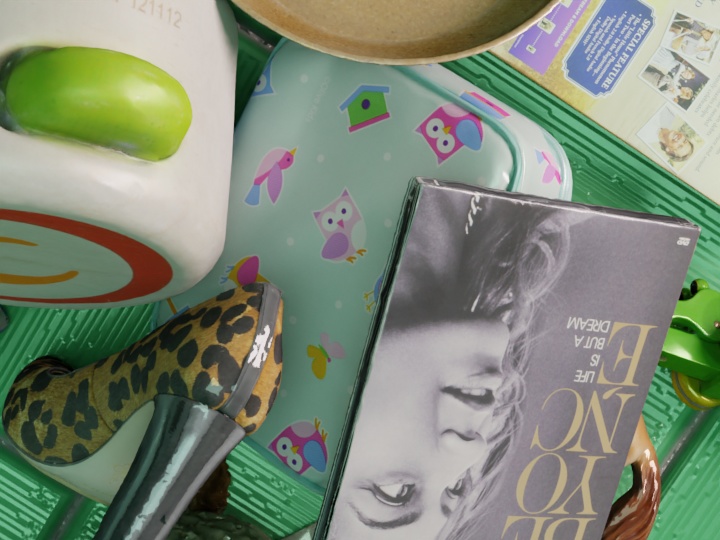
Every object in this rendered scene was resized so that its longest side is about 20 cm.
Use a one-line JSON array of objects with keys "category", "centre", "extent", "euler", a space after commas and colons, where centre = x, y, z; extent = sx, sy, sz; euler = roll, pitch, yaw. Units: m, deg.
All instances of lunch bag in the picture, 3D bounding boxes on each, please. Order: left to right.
[{"category": "lunch bag", "centre": [0.000, 0.000, 0.751], "extent": [0.160, 0.077, 0.202], "euler": [32, 104, 24]}]

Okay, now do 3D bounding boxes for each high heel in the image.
[{"category": "high heel", "centre": [-0.098, 0.043, 0.747], "extent": [0.071, 0.200, 0.143], "euler": [30, 96, -30]}]

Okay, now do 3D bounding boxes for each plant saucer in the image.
[{"category": "plant saucer", "centre": [0.010, -0.175, 0.721], "extent": [0.197, 0.035, 0.203], "euler": [2, 70, -6]}]

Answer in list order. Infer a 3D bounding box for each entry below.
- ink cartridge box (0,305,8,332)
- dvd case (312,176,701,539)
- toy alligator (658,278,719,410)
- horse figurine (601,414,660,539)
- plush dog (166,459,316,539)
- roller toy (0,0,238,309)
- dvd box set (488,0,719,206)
[{"category": "ink cartridge box", "centre": [-0.301, 0.024, 0.799], "extent": [0.199, 0.086, 0.147], "euler": [-32, 97, 8]}, {"category": "dvd case", "centre": [0.061, 0.065, 0.710], "extent": [0.147, 0.016, 0.202], "euler": [7, 108, -29]}, {"category": "toy alligator", "centre": [0.173, 0.031, 0.777], "extent": [0.198, 0.059, 0.055], "euler": [25, 60, -12]}, {"category": "horse figurine", "centre": [0.083, 0.067, 0.795], "extent": [0.132, 0.050, 0.200], "euler": [-41, 89, 3]}, {"category": "plush dog", "centre": [-0.093, 0.179, 0.767], "extent": [0.197, 0.172, 0.162], "euler": [13, 101, 2]}, {"category": "roller toy", "centre": [-0.147, -0.071, 0.702], "extent": [0.197, 0.183, 0.142], "euler": [-2, 72, 15]}, {"category": "dvd box set", "centre": [0.160, -0.126, 0.765], "extent": [0.199, 0.029, 0.147], "euler": [32, 100, -2]}]
